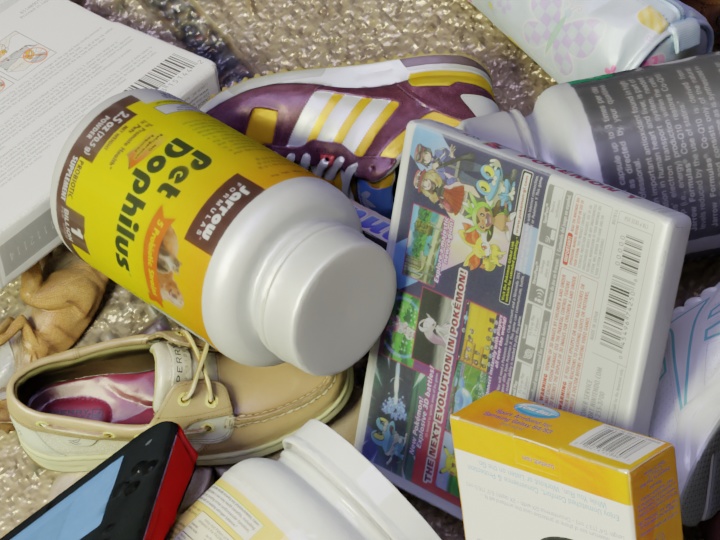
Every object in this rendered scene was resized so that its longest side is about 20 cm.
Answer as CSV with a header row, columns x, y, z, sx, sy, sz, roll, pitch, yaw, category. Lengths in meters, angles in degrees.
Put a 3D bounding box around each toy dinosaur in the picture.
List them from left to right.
x,y,z,sx,sy,sz,roll,pitch,yaw,category
-0.176,0.006,1.388,0.106,0.060,0.200,35,80,4,toy dinosaur

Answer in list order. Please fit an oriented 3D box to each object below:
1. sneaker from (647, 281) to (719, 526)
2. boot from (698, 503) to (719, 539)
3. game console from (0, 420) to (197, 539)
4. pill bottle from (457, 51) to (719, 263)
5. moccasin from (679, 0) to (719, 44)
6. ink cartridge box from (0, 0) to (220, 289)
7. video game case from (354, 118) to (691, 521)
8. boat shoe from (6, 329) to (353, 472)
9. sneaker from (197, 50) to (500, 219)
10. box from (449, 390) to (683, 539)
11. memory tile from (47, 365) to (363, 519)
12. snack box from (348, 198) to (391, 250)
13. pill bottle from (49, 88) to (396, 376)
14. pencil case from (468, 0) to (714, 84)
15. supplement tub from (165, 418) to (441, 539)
x,y,z,sx,sy,sz,roll,pitch,yaw,category
0.187,0.037,1.214,0.080,0.071,0.201,20,61,34,sneaker
0.154,0.099,1.244,0.199,0.069,0.189,22,69,23,boot
-0.174,0.170,1.214,0.200,0.031,0.177,-37,12,20,game console
0.161,-0.057,1.285,0.199,0.113,0.114,-12,59,-5,pill bottle
0.172,-0.227,1.411,0.073,0.078,0.202,-25,59,0,moccasin
-0.213,-0.089,1.410,0.176,0.045,0.200,26,51,32,ink cartridge box
0.079,0.041,1.205,0.182,0.023,0.201,24,112,40,video game case
-0.104,0.069,1.301,0.199,0.066,0.074,-13,60,5,boat shoe
-0.013,-0.070,1.370,0.199,0.075,0.091,-13,54,7,sneaker
0.109,0.168,1.152,0.041,0.201,0.119,-28,29,-37,box
-0.085,0.112,1.322,0.199,0.017,0.154,-18,60,2,memory tile
0.000,0.000,1.315,0.199,0.072,0.024,28,41,34,snack box
-0.075,-0.018,1.270,0.200,0.109,0.109,30,72,38,pill bottle
0.123,-0.172,1.387,0.200,0.083,0.091,48,124,28,pencil case
-0.056,0.190,1.197,0.200,0.146,0.145,-43,61,-10,supplement tub
